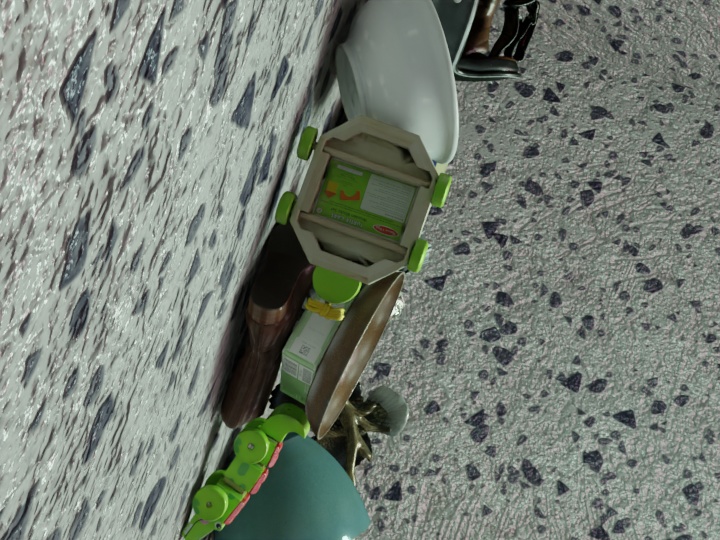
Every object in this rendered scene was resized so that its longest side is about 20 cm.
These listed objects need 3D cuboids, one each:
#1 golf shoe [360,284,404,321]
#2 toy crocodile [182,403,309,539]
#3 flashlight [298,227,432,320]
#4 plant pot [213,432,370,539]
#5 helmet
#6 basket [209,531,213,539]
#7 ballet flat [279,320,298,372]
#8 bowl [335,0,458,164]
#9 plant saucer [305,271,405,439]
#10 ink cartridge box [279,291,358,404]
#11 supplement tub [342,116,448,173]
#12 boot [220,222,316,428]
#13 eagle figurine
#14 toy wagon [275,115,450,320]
[{"bbox_3d":[0.016,0.059,1.626,0.077,0.088,0.201,138,-34,-69],"label":"golf shoe"},{"bbox_3d":[-0.132,0.229,1.341,0.200,0.062,0.068,-54,179,6],"label":"toy crocodile"},{"bbox_3d":[0.000,0.000,1.474,0.199,0.068,0.068,-20,128,-31],"label":"flashlight"},{"bbox_3d":[-0.100,0.280,1.508,0.200,0.199,0.136,-25,100,-84],"label":"plant pot"},{"bbox_3d":[0.111,-0.316,1.404,0.200,0.190,0.202,-17,-111,54],"label":"helmet"},{"bbox_3d":[-0.109,0.395,1.656,0.136,0.199,0.124,-65,168,-55],"label":"basket"},{"bbox_3d":[-0.089,0.094,1.456,0.200,0.069,0.070,94,16,-75],"label":"ballet flat"},{"bbox_3d":[0.029,-0.201,1.264,0.201,0.090,0.202,166,-90,-80],"label":"bowl"},{"bbox_3d":[-0.010,0.085,1.286,0.201,0.032,0.200,-61,173,-12],"label":"plant saucer"},{"bbox_3d":[-0.025,0.038,1.328,0.201,0.048,0.146,-60,172,-22],"label":"ink cartridge box"},{"bbox_3d":[0.036,-0.141,1.494,0.200,0.144,0.146,-67,174,-49],"label":"supplement tub"},{"bbox_3d":[-0.091,0.057,1.300,0.187,0.064,0.201,-55,165,-47],"label":"boot"},{"bbox_3d":[-0.044,0.211,1.660,0.152,0.151,0.200,-57,-169,-18],"label":"eagle figurine"},{"bbox_3d":[-0.005,-0.049,1.199,0.040,0.154,0.201,-3,112,-85],"label":"toy wagon"}]
